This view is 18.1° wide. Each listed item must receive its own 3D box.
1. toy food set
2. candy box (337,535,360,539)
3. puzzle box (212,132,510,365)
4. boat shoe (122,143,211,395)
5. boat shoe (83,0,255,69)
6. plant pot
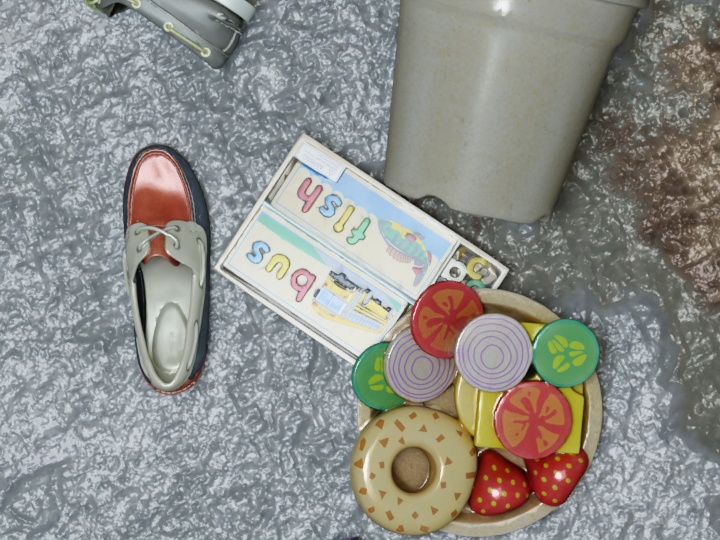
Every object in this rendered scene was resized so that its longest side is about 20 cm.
[{"bbox_3d":[0.090,0.108,1.736,0.199,0.049,0.199,4,93,-6],"label":"toy food set"},{"bbox_3d":[-0.060,0.321,1.742,0.167,0.072,0.201,-13,87,3],"label":"candy box"},{"bbox_3d":[0.000,0.000,1.776,0.200,0.025,0.133,33,91,5],"label":"puzzle box"},{"bbox_3d":[-0.154,-0.003,1.768,0.071,0.063,0.201,-4,86,6],"label":"boat shoe"},{"bbox_3d":[-0.184,-0.225,1.776,0.201,0.072,0.060,26,91,5],"label":"boat shoe"},{"bbox_3d":[0.101,-0.138,1.706,0.200,0.200,0.184,13,99,4],"label":"plant pot"}]
